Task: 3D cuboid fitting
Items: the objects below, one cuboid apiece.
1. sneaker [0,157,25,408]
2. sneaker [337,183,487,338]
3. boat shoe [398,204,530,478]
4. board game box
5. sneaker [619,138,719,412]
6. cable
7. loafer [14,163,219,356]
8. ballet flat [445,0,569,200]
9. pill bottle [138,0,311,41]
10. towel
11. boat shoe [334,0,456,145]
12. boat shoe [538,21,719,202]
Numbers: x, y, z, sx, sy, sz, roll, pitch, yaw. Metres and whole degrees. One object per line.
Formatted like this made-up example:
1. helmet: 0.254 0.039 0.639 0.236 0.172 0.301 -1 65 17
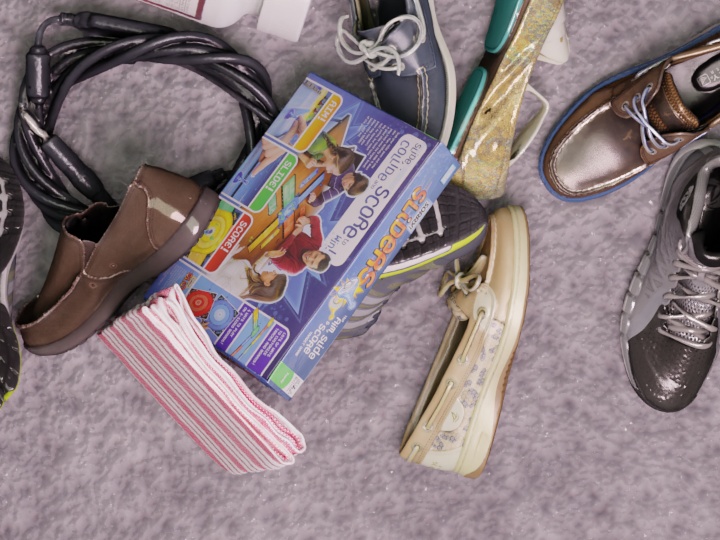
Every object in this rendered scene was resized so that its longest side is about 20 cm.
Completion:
1. sneaker: -0.278 0.013 1.610 0.074 0.081 0.201 5 72 -14
2. sneaker: 0.000 0.000 1.604 0.199 0.081 0.074 -22 55 14
3. boat shoe: 0.078 0.049 1.622 0.062 0.073 0.201 11 97 -4
4. board game box: -0.041 -0.026 1.554 0.135 0.034 0.200 32 82 38
5. sneaker: 0.231 0.007 1.597 0.075 0.116 0.201 9 96 -1
6. cable: -0.149 -0.094 1.616 0.199 0.051 0.164 12 96 -2
7. loafer: -0.181 -0.014 1.585 0.071 0.073 0.200 42 122 -15
8. ballet flat: 0.111 -0.142 1.608 0.070 0.071 0.201 22 98 -3
9. pill bottle: -0.123 -0.233 1.571 0.199 0.110 0.110 19 96 -3
10. towel: -0.111 0.079 1.568 0.030 0.200 0.146 -43 96 -16
11. boat shoe: 0.022 -0.171 1.588 0.075 0.062 0.201 2 97 42
12. boat shoe: 0.212 -0.118 1.605 0.200 0.072 0.072 -37 95 3
